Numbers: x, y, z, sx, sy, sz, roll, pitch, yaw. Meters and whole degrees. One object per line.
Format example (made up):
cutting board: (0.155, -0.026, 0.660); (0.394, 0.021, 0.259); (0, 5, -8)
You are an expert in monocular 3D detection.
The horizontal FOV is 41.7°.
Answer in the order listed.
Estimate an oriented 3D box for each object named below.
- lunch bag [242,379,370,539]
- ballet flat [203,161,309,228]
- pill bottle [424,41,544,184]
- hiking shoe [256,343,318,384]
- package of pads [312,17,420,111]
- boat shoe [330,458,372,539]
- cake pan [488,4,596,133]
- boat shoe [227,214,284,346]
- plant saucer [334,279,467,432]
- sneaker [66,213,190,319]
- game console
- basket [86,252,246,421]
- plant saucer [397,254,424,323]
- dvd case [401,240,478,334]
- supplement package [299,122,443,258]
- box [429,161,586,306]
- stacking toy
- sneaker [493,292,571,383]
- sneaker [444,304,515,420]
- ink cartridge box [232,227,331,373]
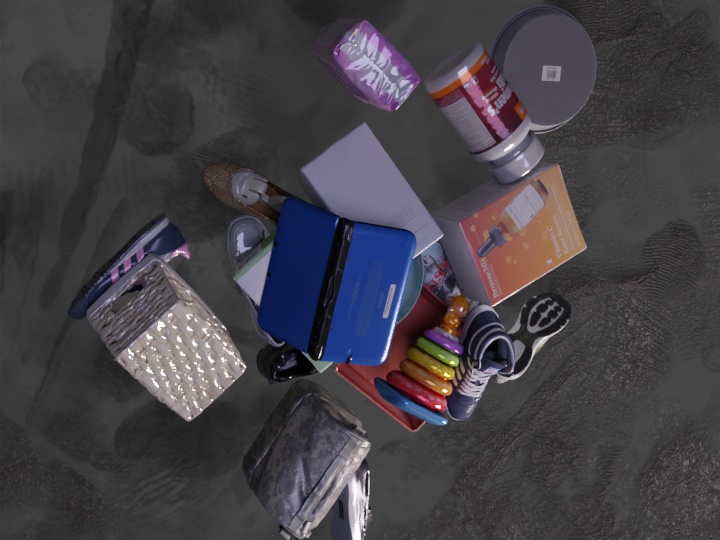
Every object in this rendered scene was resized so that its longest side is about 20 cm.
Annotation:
lunch bag: (-0.080, 0.299, 1.476); (0.139, 0.168, 0.201); (36, 91, -23)
ballet flat: (-0.136, -0.108, 1.400); (0.198, 0.065, 0.072); (27, 70, -20)
pill bottle: (0.194, -0.240, 1.461); (0.109, 0.109, 0.201); (-41, 109, -5)
hiking shoe: (-0.062, 0.122, 1.474); (0.198, 0.101, 0.077); (-31, 112, -9)
package of pads: (0.003, -0.295, 1.339); (0.076, 0.200, 0.120); (-45, 110, 3)
boat shoe: (-0.009, 0.405, 1.586); (0.065, 0.069, 0.204); (-15, 112, -34)
cake pan: (0.297, -0.321, 1.522); (0.196, 0.037, 0.205); (-5, 105, -18)
boat shoe: (-0.150, 0.016, 1.436); (0.073, 0.065, 0.206); (-15, 108, -14)
plant saucer: (0.085, 0.137, 1.548); (0.199, 0.037, 0.200); (40, 97, -26)
sneaker: (-0.332, 0.013, 1.370); (0.200, 0.070, 0.082); (-43, 111, -3)
game console: (-0.035, 0.015, 1.337); (0.168, 0.118, 0.204); (8, 106, -25)
basket: (-0.270, 0.100, 1.352); (0.135, 0.123, 0.201); (-42, 135, -4)
plant saucer: (0.000, 0.000, 1.467); (0.196, 0.027, 0.205); (0, 81, -2)
dvd case: (0.107, 0.024, 1.551); (0.198, 0.022, 0.148); (30, 92, -25)
supplement package: (0.012, -0.093, 1.402); (0.120, 0.120, 0.202); (-35, 89, -7)
box: (0.236, -0.062, 1.515); (0.198, 0.106, 0.154); (-30, 108, -16)
stacking toy: (0.119, 0.130, 1.491); (0.109, 0.116, 0.203); (27, 89, -28)
sneaker: (0.283, 0.117, 1.620); (0.077, 0.089, 0.199); (42, 66, 15)
sneaker: (0.187, 0.167, 1.508); (0.069, 0.109, 0.204); (7, 110, -17)
ink cartridge box: (-0.072, 0.029, 1.397); (0.145, 0.048, 0.200); (-40, 109, 4)
